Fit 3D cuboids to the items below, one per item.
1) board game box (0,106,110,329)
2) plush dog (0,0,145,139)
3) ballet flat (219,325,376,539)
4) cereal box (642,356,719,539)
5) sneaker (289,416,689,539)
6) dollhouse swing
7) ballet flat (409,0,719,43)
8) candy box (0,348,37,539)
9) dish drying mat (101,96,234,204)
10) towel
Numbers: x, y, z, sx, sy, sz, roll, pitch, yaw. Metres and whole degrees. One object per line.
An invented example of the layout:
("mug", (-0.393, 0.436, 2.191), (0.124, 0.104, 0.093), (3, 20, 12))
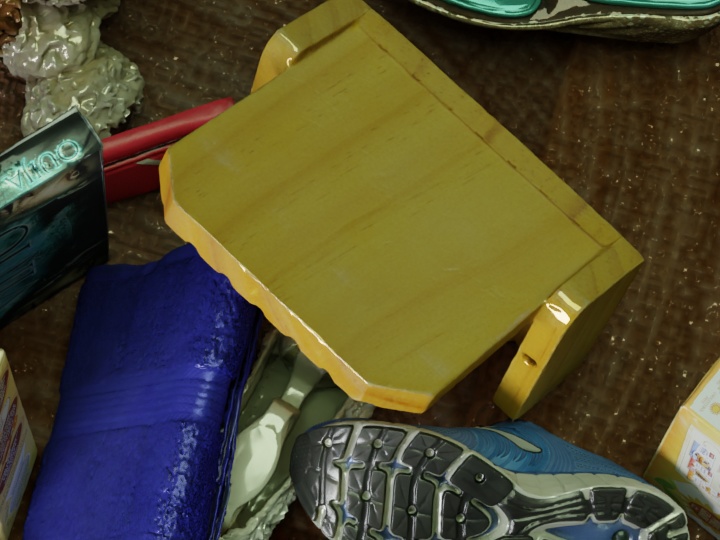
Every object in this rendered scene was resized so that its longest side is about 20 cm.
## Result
("board game box", (-0.185, -0.006, 1.406), (0.135, 0.200, 0.028), (-33, 80, -11))
("plush dog", (-0.162, -0.178, 1.476), (0.160, 0.172, 0.200), (26, 74, 7))
("ballet flat", (-0.032, 0.069, 1.459), (0.072, 0.072, 0.200), (29, 73, 7))
("cereal box", (0.234, 0.134, 1.407), (0.200, 0.144, 0.040), (38, 74, 9))
("sneaker", (0.059, 0.113, 1.436), (0.199, 0.089, 0.079), (14, 101, -14))
("dollhouse swing", (0.000, 0.000, 1.403), (0.200, 0.182, 0.176), (43, 63, 11))
("ballet flat", (0.101, -0.150, 1.534), (0.199, 0.065, 0.071), (9, 73, 3))
("candy box", (-0.222, 0.071, 1.380), (0.115, 0.200, 0.055), (15, 73, 2))
("dish drying mat", (-0.157, -0.039, 1.482), (0.199, 0.077, 0.018), (-19, 76, -8))
("towel", (-0.105, 0.087, 1.423), (0.049, 0.148, 0.201), (24, 69, -31))
